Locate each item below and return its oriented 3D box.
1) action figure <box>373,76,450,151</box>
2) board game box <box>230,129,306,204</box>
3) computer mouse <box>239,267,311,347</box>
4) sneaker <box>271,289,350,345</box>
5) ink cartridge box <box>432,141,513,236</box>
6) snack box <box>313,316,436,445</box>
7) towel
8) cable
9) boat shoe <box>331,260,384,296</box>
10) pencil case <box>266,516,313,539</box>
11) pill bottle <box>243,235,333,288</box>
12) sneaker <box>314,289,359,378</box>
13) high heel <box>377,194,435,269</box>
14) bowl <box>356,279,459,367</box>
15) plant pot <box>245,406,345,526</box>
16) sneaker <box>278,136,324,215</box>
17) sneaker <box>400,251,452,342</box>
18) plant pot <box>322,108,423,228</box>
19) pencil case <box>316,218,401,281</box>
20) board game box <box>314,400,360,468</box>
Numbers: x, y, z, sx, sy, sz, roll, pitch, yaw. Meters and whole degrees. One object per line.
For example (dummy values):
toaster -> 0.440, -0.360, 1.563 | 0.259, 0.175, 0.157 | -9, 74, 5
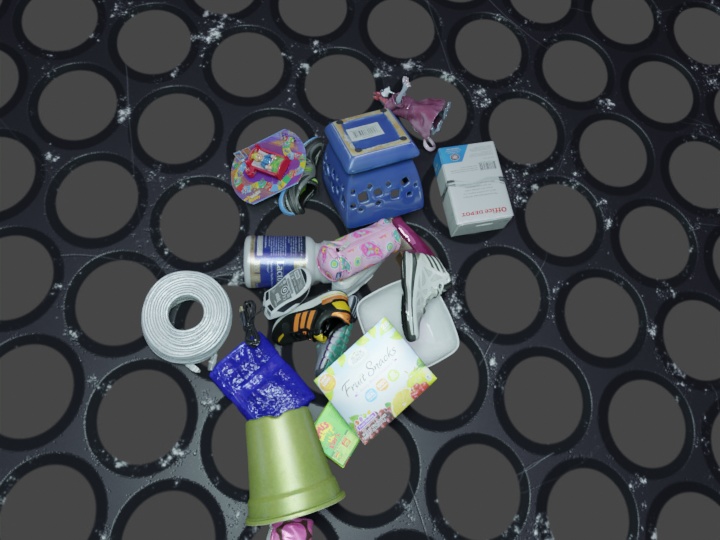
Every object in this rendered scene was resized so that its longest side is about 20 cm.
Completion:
action figure -> 0.121, -0.406, 1.577 | 0.197, 0.134, 0.151 | 18, 113, 13
board game box -> -0.224, -0.252, 1.461 | 0.197, 0.039, 0.160 | -23, 64, 10
computer mouse -> -0.174, 0.071, 1.337 | 0.199, 0.044, 0.111 | -35, 50, 14
sneaker -> -0.108, 0.122, 1.333 | 0.198, 0.070, 0.091 | -30, 47, 15
ink cartridge box -> 0.270, -0.198, 1.513 | 0.143, 0.086, 0.204 | -9, 74, -8
snack box -> 0.030, 0.225, 1.290 | 0.199, 0.068, 0.169 | -40, 82, -4
towel -> -0.211, 0.246, 1.338 | 0.147, 0.050, 0.200 | -41, 81, -15
cable -> -0.379, 0.100, 1.356 | 0.197, 0.069, 0.203 | 21, 71, 1
boat shoe -> 0.000, 0.000, 1.419 | 0.071, 0.069, 0.200 | 26, 42, 14
pencil case -> -0.153, 0.583, 1.217 | 0.093, 0.090, 0.204 | 24, 64, -38
pill bottle -> -0.158, -0.019, 1.394 | 0.196, 0.116, 0.118 | 0, 72, -6
sneaker -> -0.072, 0.142, 1.389 | 0.086, 0.075, 0.203 | 15, 67, 24
high heel -> 0.104, -0.095, 1.487 | 0.095, 0.067, 0.203 | -10, 72, -31
bowl -> 0.101, 0.130, 1.396 | 0.197, 0.075, 0.202 | -22, 76, -11
plant pot -> -0.145, 0.371, 1.217 | 0.197, 0.201, 0.188 | -13, 79, -10
sneaker -> -0.125, -0.219, 1.478 | 0.081, 0.071, 0.203 | 13, 75, 25
sneaker -> 0.146, 0.055, 1.348 | 0.113, 0.076, 0.204 | 3, 69, -4
plant pot -> 0.023, -0.243, 1.419 | 0.197, 0.182, 0.202 | -16, 49, -11
pencil case -> -0.002, -0.045, 1.350 | 0.198, 0.088, 0.088 | -24, 75, -37
board game box -> -0.026, 0.306, 1.339 | 0.101, 0.048, 0.201 | 32, 72, 5
